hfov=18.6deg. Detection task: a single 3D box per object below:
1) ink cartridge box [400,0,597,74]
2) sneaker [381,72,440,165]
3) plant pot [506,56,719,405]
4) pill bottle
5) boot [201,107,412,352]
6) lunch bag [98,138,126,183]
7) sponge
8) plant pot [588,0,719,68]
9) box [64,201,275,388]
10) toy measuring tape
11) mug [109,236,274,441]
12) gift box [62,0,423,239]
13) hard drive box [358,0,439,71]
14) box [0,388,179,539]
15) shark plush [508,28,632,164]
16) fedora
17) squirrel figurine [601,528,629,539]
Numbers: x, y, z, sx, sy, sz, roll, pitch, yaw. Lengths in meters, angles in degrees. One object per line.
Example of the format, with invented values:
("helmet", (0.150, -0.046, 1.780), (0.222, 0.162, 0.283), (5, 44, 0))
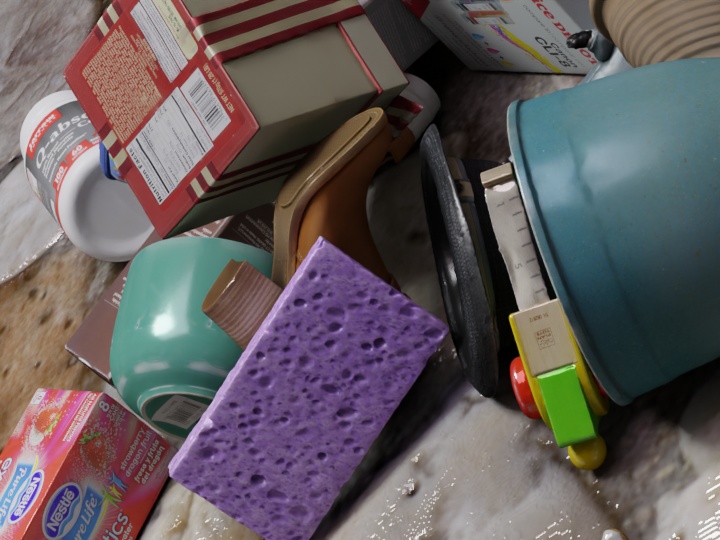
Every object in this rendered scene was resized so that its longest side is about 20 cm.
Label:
("ink cartridge box", (0.136, -0.250, 1.700), (0.199, 0.145, 0.145), (8, 62, 55))
("sneaker", (-0.028, -0.117, 1.831), (0.199, 0.073, 0.085), (-2, 51, 49))
("plant pot", (0.213, -0.042, 1.351), (0.187, 0.201, 0.201), (-20, 38, 14))
("pill bottle", (-0.247, -0.093, 2.040), (0.116, 0.116, 0.200), (-48, 31, 0))
("boot", (0.000, 0.000, 1.585), (0.201, 0.155, 0.077), (-55, 17, -7))
("lunch bag", (-0.146, -0.157, 1.897), (0.082, 0.162, 0.200), (18, 28, 22))
("sponge", (-0.037, 0.089, 1.547), (0.201, 0.111, 0.030), (-56, 10, 6))
("plant pot", (0.248, -0.157, 1.432), (0.200, 0.200, 0.094), (-19, 62, 39))
("box", (-0.147, 0.017, 1.837), (0.200, 0.075, 0.100), (-51, 31, -8))
("toy measuring tape", (0.121, 0.031, 1.417), (0.073, 0.202, 0.074), (-17, -4, -1))
("mug", (-0.108, 0.071, 1.676), (0.151, 0.185, 0.115), (-3, 57, 21))
("gift box", (-0.077, -0.149, 1.658), (0.186, 0.186, 0.200), (-22, -11, -45))
("hard drive box", (0.006, -0.235, 1.836), (0.155, 0.077, 0.200), (13, 46, 44))
("box", (-0.242, 0.200, 1.732), (0.099, 0.095, 0.201), (-1, 54, 50))
("shark plush", (0.180, -0.155, 1.601), (0.200, 0.083, 0.091), (-39, 32, 15))
("fedora", (0.101, -0.013, 1.515), (0.091, 0.202, 0.201), (-10, 36, -2))
("squirrel figurine", (0.095, 0.228, 1.244), (0.187, 0.142, 0.200), (-47, 33, -10))
